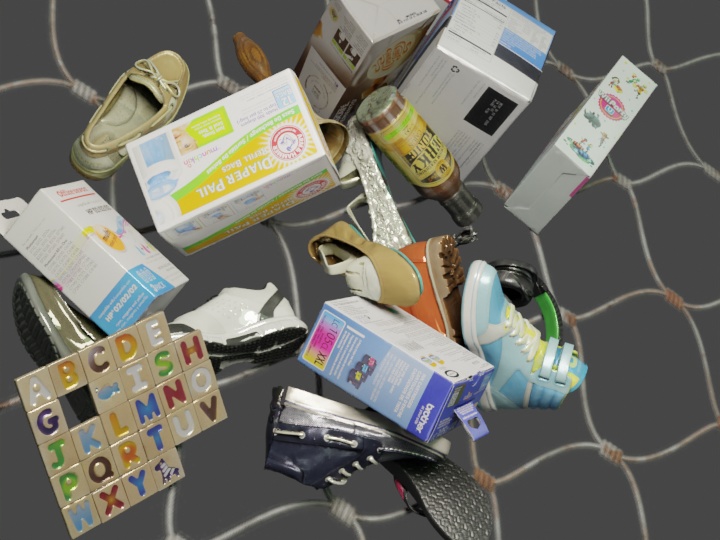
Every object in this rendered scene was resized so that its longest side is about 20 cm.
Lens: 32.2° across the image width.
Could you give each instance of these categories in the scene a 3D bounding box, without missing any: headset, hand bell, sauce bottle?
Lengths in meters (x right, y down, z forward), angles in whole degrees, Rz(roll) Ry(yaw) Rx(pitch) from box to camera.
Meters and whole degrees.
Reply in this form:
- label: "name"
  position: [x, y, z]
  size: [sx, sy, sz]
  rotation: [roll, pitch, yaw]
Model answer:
- label: "headset"
  position: [0.170, 0.030, 1.476]
  size: [0.200, 0.094, 0.124]
  rotation: [44, 54, -11]
- label: "hand bell"
  position: [-0.105, -0.210, 1.498]
  size: [0.103, 0.105, 0.201]
  rotation: [-16, 59, -30]
- label: "sauce bottle"
  position: [0.077, -0.133, 1.500]
  size: [0.200, 0.064, 0.065]
  rotation: [45, 51, -29]

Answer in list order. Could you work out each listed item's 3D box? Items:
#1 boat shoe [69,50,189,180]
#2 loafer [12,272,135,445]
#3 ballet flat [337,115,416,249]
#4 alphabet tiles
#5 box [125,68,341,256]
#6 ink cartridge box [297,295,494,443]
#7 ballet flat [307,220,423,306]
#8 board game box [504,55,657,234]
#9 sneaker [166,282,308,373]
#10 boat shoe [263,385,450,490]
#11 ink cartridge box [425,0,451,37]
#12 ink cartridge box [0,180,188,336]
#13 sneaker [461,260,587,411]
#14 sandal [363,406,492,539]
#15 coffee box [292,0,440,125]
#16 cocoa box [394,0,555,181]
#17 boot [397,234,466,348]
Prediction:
- label: "boat shoe"
  position: [-0.255, -0.187, 1.415]
  size: [0.073, 0.063, 0.201]
  rotation: [39, 56, -1]
- label: "loafer"
  position: [-0.281, 0.085, 1.264]
  size: [0.069, 0.075, 0.201]
  rotation: [-33, 91, -37]
- label: "ballet flat"
  position: [0.008, -0.097, 1.490]
  size: [0.071, 0.072, 0.202]
  rotation: [-9, 67, -27]
- label: "alphabet tiles"
  position: [-0.224, 0.143, 1.227]
  size: [0.199, 0.008, 0.169]
  rotation: [-26, 108, -34]
- label: "box"
  position: [-0.134, -0.115, 1.355]
  size: [0.198, 0.101, 0.113]
  rotation: [-25, 73, 3]
- label: "ink cartridge box"
  position: [0.053, 0.107, 1.322]
  size: [0.199, 0.077, 0.136]
  rotation: [29, 15, 20]
- label: "ballet flat"
  position: [0.000, 0.000, 1.383]
  size: [0.062, 0.200, 0.069]
  rotation: [-18, 113, -20]
- label: "board game box"
  position: [0.279, -0.160, 1.591]
  size: [0.064, 0.148, 0.200]
  rotation: [38, 56, 0]
- label: "sneaker"
  position: [-0.158, 0.064, 1.336]
  size: [0.198, 0.074, 0.080]
  rotation: [-8, 54, -32]
- label: "boat shoe"
  position: [-0.009, 0.193, 1.317]
  size: [0.198, 0.075, 0.094]
  rotation: [16, 78, 0]
- label: "ink cartridge box"
  position: [0.136, -0.405, 1.691]
  size: [0.144, 0.083, 0.201]
  rotation: [35, 56, -5]
- label: "ink cartridge box"
  position: [-0.284, -0.026, 1.284]
  size: [0.200, 0.068, 0.115]
  rotation: [42, 12, 1]
- label: "sneaker"
  position: [0.184, 0.074, 1.382]
  size: [0.129, 0.202, 0.080]
  rotation: [3, 40, 21]
- label: "sandal"
  position: [0.069, 0.229, 1.365]
  size: [0.075, 0.045, 0.200]
  rotation: [-28, 63, -36]
- label: "coffee box"
  position: [-0.002, -0.258, 1.482]
  size: [0.114, 0.200, 0.080]
  rotation: [-30, 77, -33]
- label: "cocoa box"
  position: [0.124, -0.225, 1.522]
  size: [0.132, 0.200, 0.132]
  rotation: [29, 55, -8]
- label: "boot"
  position: [0.073, 0.067, 1.432]
  size: [0.075, 0.106, 0.202]
  rotation: [-16, 94, -66]
